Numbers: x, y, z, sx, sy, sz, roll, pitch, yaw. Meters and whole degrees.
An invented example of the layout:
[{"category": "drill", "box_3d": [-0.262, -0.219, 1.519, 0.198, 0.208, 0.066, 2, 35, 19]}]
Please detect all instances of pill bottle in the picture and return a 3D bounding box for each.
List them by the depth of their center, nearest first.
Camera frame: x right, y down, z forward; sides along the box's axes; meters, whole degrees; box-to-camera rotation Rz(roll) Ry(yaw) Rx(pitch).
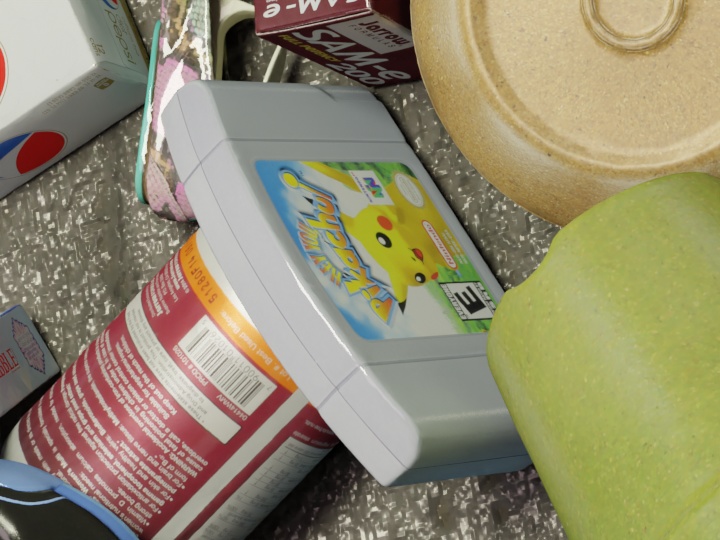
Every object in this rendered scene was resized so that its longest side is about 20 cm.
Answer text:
[{"category": "pill bottle", "box_3d": [-0.088, 0.079, 1.228, 0.200, 0.110, 0.110, -46, 65, 14]}]

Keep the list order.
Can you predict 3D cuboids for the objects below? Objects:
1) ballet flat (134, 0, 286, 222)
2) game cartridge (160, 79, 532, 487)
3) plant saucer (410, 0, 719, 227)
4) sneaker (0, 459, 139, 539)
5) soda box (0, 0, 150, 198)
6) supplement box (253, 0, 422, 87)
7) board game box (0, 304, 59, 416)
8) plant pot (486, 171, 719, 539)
[{"category": "ballet flat", "box_3d": [-0.067, -0.122, 1.281, 0.071, 0.069, 0.201, -2, 85, 9]}, {"category": "game cartridge", "box_3d": [0.000, 0.000, 1.181, 0.040, 0.133, 0.200, -48, 63, 34]}, {"category": "plant saucer", "box_3d": [0.113, -0.110, 1.131, 0.200, 0.035, 0.201, 1, 95, 14]}, {"category": "sneaker", "box_3d": [-0.111, 0.157, 1.143, 0.200, 0.078, 0.070, 41, 114, 12]}, {"category": "soda box", "box_3d": [-0.197, -0.069, 1.335, 0.200, 0.064, 0.068, -32, 69, 21]}, {"category": "supplement box", "box_3d": [-0.003, -0.192, 1.228, 0.061, 0.109, 0.201, -10, 76, 26]}, {"category": "board game box", "box_3d": [-0.248, 0.093, 1.243, 0.200, 0.200, 0.041, -30, 94, 10]}, {"category": "plant pot", "box_3d": [0.146, 0.069, 1.077, 0.200, 0.200, 0.184, -44, 54, 15]}]
